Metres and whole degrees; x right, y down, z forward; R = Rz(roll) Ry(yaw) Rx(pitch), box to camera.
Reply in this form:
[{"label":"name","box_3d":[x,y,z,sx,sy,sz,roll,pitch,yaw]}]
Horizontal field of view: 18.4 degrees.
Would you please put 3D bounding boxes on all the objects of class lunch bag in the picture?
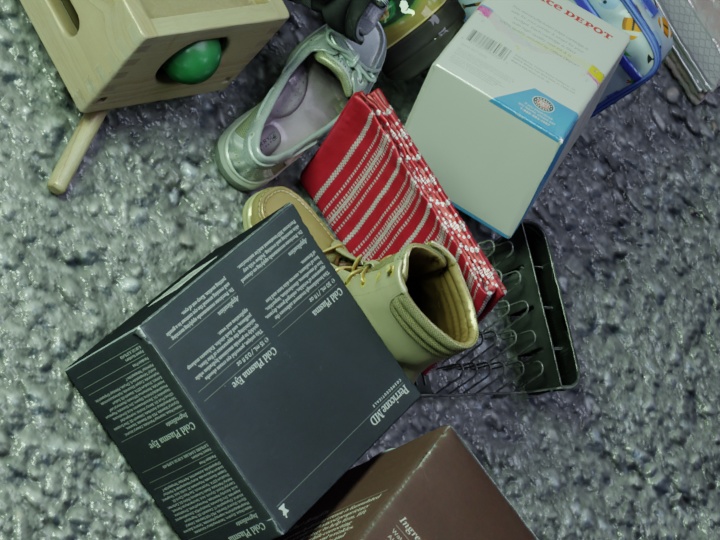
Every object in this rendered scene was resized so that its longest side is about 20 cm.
[{"label":"lunch bag","box_3d":[0.182,-0.240,2.013,0.201,0.160,0.076,53,36,-8]}]

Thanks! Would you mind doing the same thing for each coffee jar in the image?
[{"label":"coffee jar","box_3d":[0.008,-0.262,1.910,0.201,0.085,0.104,53,20,-10]}]

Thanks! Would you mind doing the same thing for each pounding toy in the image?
[{"label":"pounding toy","box_3d":[-0.178,-0.190,1.699,0.183,0.142,0.201,-15,70,-46]}]

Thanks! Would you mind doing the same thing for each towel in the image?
[{"label":"towel","box_3d":[0.338,-0.293,2.278,0.201,0.032,0.191,55,44,-9]},{"label":"towel","box_3d":[0.028,-0.030,1.762,0.022,0.145,0.201,-23,74,-34]}]

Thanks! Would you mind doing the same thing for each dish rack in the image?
[{"label":"dish rack","box_3d":[0.087,0.036,1.872,0.199,0.054,0.155,1,68,-41]}]

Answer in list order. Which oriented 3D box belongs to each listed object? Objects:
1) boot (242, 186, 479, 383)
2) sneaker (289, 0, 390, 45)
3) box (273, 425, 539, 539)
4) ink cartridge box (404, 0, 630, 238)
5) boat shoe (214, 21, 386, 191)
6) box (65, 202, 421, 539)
[{"label":"boot","box_3d":[0.000,0.000,1.729,0.073,0.155,0.201,-29,86,-35]},{"label":"sneaker","box_3d":[-0.035,-0.234,1.800,0.113,0.200,0.076,35,86,-14]},{"label":"box","box_3d":[0.017,0.253,1.621,0.165,0.165,0.200,52,46,-9]},{"label":"ink cartridge box","box_3d":[0.135,-0.152,1.922,0.128,0.126,0.200,31,44,7]},{"label":"boat shoe","box_3d":[-0.038,-0.143,1.810,0.075,0.065,0.202,52,58,-10]},{"label":"box","box_3d":[-0.084,0.085,1.654,0.183,0.104,0.200,55,45,-6]}]
